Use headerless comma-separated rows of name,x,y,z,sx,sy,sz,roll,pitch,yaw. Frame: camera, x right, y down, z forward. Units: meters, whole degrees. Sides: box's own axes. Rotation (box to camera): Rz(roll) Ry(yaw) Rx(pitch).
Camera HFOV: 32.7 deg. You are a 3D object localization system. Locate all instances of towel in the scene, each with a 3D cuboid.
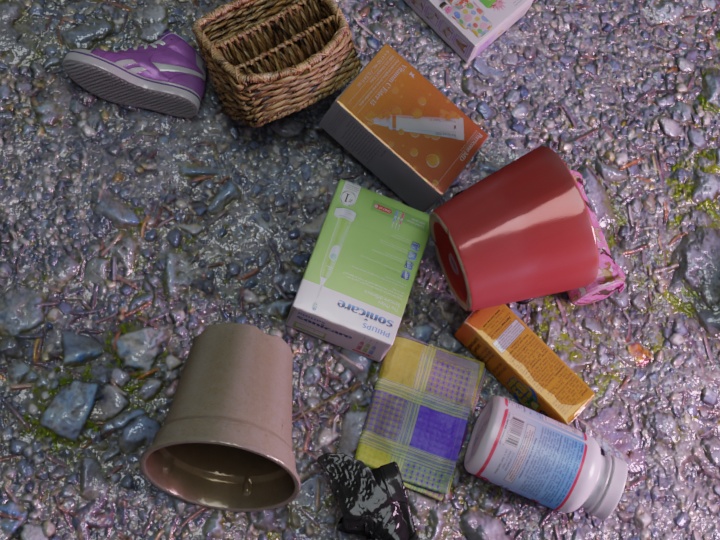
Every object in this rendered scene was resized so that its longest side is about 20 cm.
towel,0.081,0.193,1.658,0.142,0.023,0.202,22,67,-3

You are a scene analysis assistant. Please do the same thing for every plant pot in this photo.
plant pot,-0.160,0.177,1.542,0.198,0.201,0.185,12,56,-6
plant pot,0.197,-0.042,1.634,0.175,0.201,0.202,-21,75,-7

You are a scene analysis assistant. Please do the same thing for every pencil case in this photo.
pencil case,0.309,-0.048,1.762,0.082,0.086,0.202,-2,66,-47

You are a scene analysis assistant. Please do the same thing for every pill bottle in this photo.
pill bottle,0.245,0.252,1.621,0.198,0.109,0.110,24,67,-1

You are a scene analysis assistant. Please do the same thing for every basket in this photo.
basket,-0.112,-0.312,1.717,0.199,0.142,0.150,-30,120,-20

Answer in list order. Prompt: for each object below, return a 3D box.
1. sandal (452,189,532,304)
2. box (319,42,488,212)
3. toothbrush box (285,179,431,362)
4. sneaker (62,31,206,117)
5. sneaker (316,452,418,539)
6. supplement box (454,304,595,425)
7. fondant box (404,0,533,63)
sandal,0.194,-0.031,1.759,0.074,0.045,0.201,-20,60,-23
box,0.061,-0.200,1.745,0.200,0.097,0.125,41,69,-4
toothbrush box,0.000,0.000,1.681,0.144,0.086,0.202,21,66,-3
sneaker,-0.317,-0.296,1.745,0.198,0.073,0.116,16,63,-16
sneaker,0.017,0.324,1.579,0.103,0.060,0.202,-15,81,-2
supplement box,0.225,0.129,1.686,0.200,0.067,0.069,43,68,7
fondant box,0.149,-0.440,1.890,0.144,0.058,0.200,-41,81,-21
